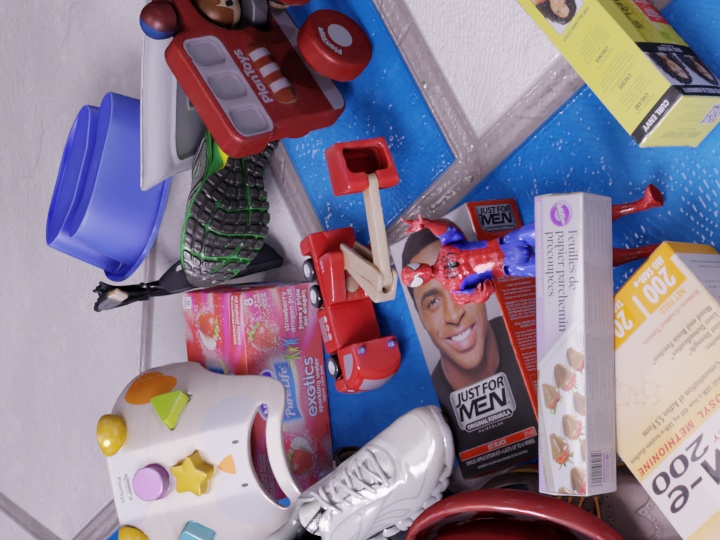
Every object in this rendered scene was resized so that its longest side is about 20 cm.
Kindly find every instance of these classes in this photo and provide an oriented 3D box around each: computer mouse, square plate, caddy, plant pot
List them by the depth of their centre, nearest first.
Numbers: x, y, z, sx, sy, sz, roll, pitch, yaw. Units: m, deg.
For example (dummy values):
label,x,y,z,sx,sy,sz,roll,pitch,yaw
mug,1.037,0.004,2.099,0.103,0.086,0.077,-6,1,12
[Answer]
label,x,y,z,sx,sy,sz,roll,pitch,yaw
plant pot,0.097,0.266,0.890,0.200,0.200,0.183,-38,26,44
square plate,-0.171,-0.185,1.222,0.028,0.200,0.199,5,102,5
computer mouse,-0.180,-0.001,1.258,0.200,0.140,0.046,-13,90,48
caddy,-0.249,-0.090,1.339,0.141,0.105,0.200,-9,67,55

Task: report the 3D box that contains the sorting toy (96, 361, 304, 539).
label,x,y,z,sx,sy,sz,roll,pitch,yaw
sorting toy,-0.128,0.173,1.140,0.180,0.107,0.200,-16,86,28

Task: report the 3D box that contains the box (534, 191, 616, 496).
label,x,y,z,sx,sy,sz,roll,pitch,yaw
box,0.144,0.049,0.853,0.039,0.041,0.200,-4,86,40

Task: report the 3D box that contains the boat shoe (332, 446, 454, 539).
label,x,y,z,sx,sy,sz,roll,pitch,yaw
boat shoe,0.042,0.198,1.097,0.200,0.074,0.060,12,110,55

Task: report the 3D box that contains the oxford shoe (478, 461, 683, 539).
label,x,y,z,sx,sy,sz,roll,pitch,yaw
oxford shoe,0.167,0.181,0.946,0.200,0.073,0.071,-11,86,45

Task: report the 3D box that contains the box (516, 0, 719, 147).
label,x,y,z,sx,sy,sz,roll,pitch,yaw
box,0.170,-0.172,0.893,0.200,0.075,0.050,57,130,28

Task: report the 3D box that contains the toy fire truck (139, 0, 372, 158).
label,x,y,z,sx,sy,sz,roll,pitch,yaw
toy fire truck,-0.101,-0.198,1.111,0.112,0.168,0.200,-43,75,42

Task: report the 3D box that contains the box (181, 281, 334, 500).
label,x,y,z,sx,sy,sz,roll,pitch,yaw
box,-0.098,0.112,1.218,0.100,0.095,0.200,-1,96,48

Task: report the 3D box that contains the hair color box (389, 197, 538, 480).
label,x,y,z,sx,sy,sz,roll,pitch,yaw
hair color box,0.102,0.054,1.012,0.101,0.061,0.200,-30,72,46

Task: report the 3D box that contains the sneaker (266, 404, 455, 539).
label,x,y,z,sx,sy,sz,roll,pitch,yaw
sneaker,0.000,0.184,1.035,0.200,0.081,0.075,-50,50,25

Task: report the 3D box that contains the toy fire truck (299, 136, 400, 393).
label,x,y,z,sx,sy,sz,roll,pitch,yaw
toy fire truck,0.000,0.000,1.100,0.141,0.049,0.200,-31,71,64

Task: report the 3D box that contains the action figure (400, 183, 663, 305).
label,x,y,z,sx,sy,sz,roll,pitch,yaw
action figure,0.110,-0.016,0.911,0.200,0.099,0.065,-13,81,26

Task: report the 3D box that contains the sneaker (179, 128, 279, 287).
label,x,y,z,sx,sy,sz,roll,pitch,yaw
sneaker,-0.127,-0.073,1.217,0.085,0.078,0.200,-29,42,57

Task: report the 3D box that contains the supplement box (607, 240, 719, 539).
label,x,y,z,sx,sy,sz,roll,pitch,yaw
supplement box,0.237,0.094,0.844,0.126,0.073,0.200,-52,58,27
